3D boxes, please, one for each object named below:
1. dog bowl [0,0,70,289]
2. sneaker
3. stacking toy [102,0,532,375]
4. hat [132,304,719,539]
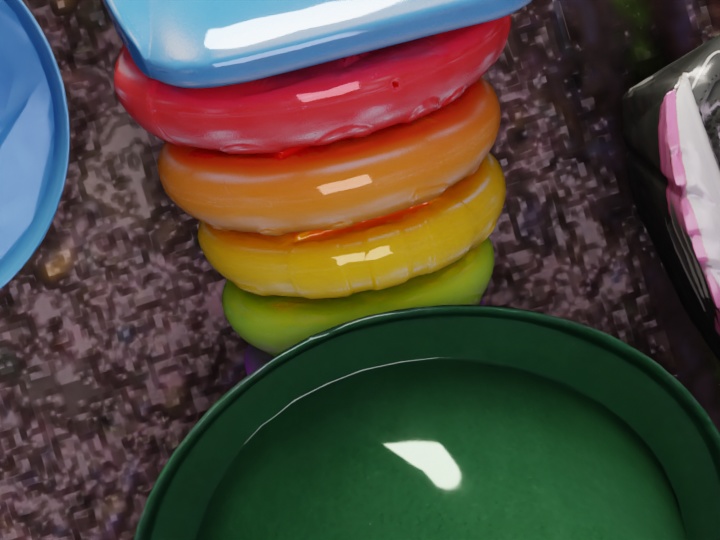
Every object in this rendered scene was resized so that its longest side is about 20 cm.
[{"bbox_3d":[-0.177,-0.024,0.812,0.200,0.050,0.112,-21,99,-2],"label":"dog bowl"},{"bbox_3d":[0.145,0.014,0.837,0.086,0.080,0.200,-30,112,-1],"label":"sneaker"},{"bbox_3d":[0.000,0.000,0.817,0.110,0.116,0.200,-15,113,-8],"label":"stacking toy"},{"bbox_3d":[0.050,0.119,0.733,0.200,0.176,0.166,10,110,-16],"label":"hat"}]
